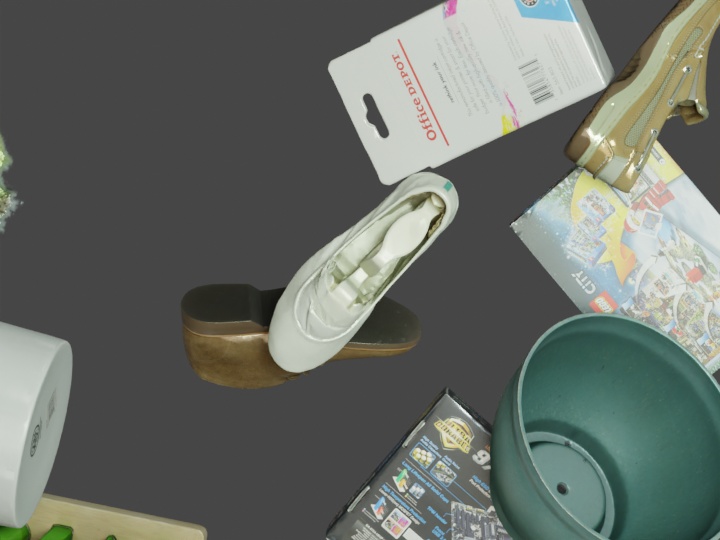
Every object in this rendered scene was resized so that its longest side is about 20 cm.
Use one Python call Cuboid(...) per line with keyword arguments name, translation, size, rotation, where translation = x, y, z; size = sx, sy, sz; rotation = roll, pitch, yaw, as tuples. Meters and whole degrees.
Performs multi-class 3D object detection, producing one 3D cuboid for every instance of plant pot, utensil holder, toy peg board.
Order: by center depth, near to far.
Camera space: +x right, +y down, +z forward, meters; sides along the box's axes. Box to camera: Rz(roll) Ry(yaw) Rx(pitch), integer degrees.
Cuboid(name="plant pot", translation=(0.181, 0.152, 1.446), size=(0.199, 0.134, 0.202), rotation=(12, 57, -20))
Cuboid(name="utensil holder", translation=(-0.352, 0.111, 1.507), size=(0.198, 0.170, 0.172), rotation=(14, 96, 3))
Cuboid(name="toy peg board", translation=(-0.247, 0.302, 1.548), size=(0.198, 0.098, 0.201), rotation=(11, 95, 5))

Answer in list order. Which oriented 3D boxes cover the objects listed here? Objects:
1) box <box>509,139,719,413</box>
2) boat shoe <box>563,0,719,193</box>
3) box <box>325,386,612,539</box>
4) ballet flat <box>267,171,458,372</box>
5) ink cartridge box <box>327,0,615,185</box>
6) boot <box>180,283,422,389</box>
Cuboid(name="box", translation=(0.235, -0.006, 1.508), size=(0.136, 0.038, 0.200), rotation=(-40, 90, 7))
Cuboid(name="boat shoe", translation=(0.244, -0.145, 1.462), size=(0.076, 0.072, 0.200), rotation=(37, 78, 4))
Cuboid(name="box", translation=(0.094, 0.222, 1.535), size=(0.200, 0.046, 0.159), rotation=(40, 97, 1))
Cuboid(name="ballet flat", translation=(0.000, 0.000, 1.457), size=(0.069, 0.069, 0.200), rotation=(44, 91, 0))
Cuboid(name="ink cartridge box", translation=(0.088, -0.161, 1.479), size=(0.199, 0.068, 0.116), rotation=(-24, 97, 18))
Cuboid(name="boot", translation=(-0.049, 0.058, 1.537), size=(0.198, 0.074, 0.076), rotation=(3, 125, 0))
